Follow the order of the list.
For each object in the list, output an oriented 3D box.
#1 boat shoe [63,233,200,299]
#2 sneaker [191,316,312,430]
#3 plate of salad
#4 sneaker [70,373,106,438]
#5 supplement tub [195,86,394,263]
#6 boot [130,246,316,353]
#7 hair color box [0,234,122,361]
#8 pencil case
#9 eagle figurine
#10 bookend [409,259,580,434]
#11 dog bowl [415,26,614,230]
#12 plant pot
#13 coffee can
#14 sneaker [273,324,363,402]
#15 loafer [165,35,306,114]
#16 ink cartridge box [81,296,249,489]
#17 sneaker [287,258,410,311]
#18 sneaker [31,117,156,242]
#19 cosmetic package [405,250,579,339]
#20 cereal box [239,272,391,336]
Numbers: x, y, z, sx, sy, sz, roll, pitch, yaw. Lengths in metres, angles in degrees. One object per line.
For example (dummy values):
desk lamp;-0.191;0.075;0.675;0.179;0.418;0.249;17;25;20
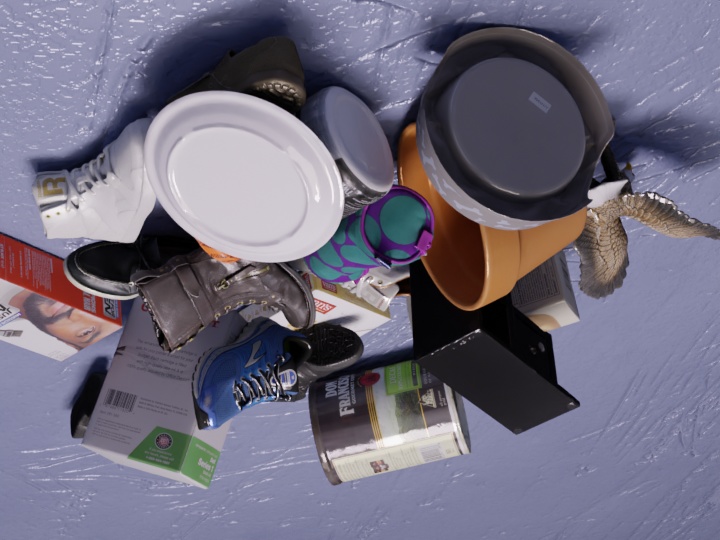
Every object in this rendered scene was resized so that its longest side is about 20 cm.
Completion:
boat shoe;-0.229;-0.010;1.567;0.198;0.075;0.066;9;144;-31
sneaker;-0.120;0.116;1.593;0.088;0.200;0.079;9;122;27
plate of salad;-0.108;-0.091;1.325;0.198;0.048;0.201;11;134;12
sneaker;-0.327;0.191;1.899;0.103;0.061;0.200;6;153;-24
supplement tub;-0.075;-0.090;1.418;0.199;0.123;0.122;-26;147;27
boot;-0.154;0.033;1.569;0.174;0.069;0.201;-40;127;-14
hair color box;-0.382;0.032;1.607;0.110;0.064;0.199;-28;148;28
pencil case;0.005;-0.035;1.516;0.092;0.085;0.200;42;162;-12
eagle figurine;0.291;-0.064;1.553;0.151;0.201;0.151;-41;-162;-20
bookend;0.151;0.051;1.617;0.092;0.200;0.200;-28;133;29
dog bowl;0.143;-0.130;1.344;0.198;0.202;0.059;2;161;-20
plant pot;0.142;-0.075;1.461;0.139;0.201;0.201;-18;154;-18
coffee can;0.042;0.205;1.957;0.198;0.147;0.147;-14;151;7
sneaker;-0.081;0.125;1.788;0.198;0.060;0.104;-11;150;13
loafer;-0.118;-0.164;1.334;0.199;0.068;0.076;-14;143;43
ink cartridge box;-0.221;0.137;1.663;0.145;0.201;0.084;11;163;26
sneaker;0.000;0.000;1.642;0.198;0.085;0.073;4;150;-16
sneaker;-0.271;-0.085;1.420;0.115;0.074;0.200;-1;151;-22
cosmetic package;0.160;0.037;1.738;0.199;0.106;0.071;-18;150;18
cereal box;-0.080;0.071;1.790;0.199;0.040;0.143;-31;145;33
